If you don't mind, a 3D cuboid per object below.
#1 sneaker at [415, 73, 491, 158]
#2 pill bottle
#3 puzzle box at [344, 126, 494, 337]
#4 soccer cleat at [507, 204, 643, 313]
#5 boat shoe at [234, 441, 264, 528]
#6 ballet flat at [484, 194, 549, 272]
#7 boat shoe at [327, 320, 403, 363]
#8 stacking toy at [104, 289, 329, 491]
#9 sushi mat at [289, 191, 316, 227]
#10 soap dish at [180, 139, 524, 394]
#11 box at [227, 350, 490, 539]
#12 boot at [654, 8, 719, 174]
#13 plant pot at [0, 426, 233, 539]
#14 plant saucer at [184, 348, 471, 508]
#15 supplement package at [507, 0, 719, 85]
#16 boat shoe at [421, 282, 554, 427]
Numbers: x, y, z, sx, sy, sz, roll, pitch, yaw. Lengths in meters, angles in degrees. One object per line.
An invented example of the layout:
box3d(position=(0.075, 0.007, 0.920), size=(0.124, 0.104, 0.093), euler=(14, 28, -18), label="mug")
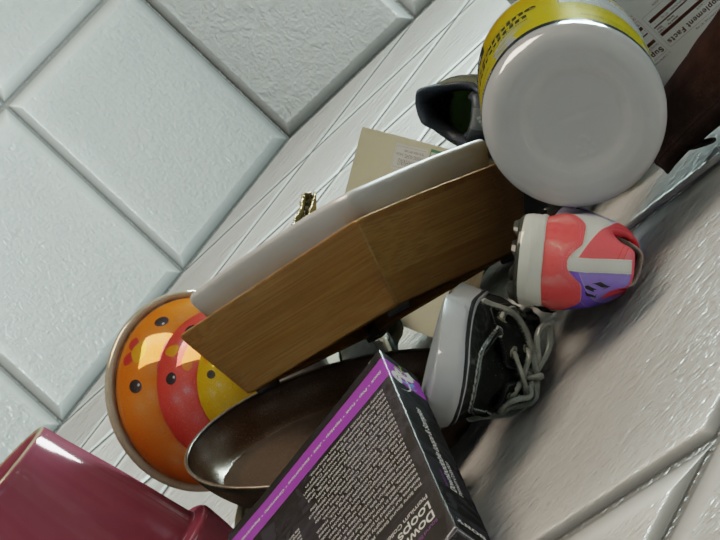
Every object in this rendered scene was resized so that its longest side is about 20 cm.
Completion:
box3d(position=(0.118, -0.098, 1.796), size=(0.081, 0.075, 0.199), euler=(-3, 9, -41), label="sneaker")
box3d(position=(0.128, -0.115, 1.607), size=(0.112, 0.112, 0.200), euler=(-46, 10, 12), label="pill bottle")
box3d(position=(0.037, -0.028, 1.897), size=(0.200, 0.025, 0.134), euler=(22, 97, 62), label="puzzle box")
box3d(position=(0.137, -0.005, 1.550), size=(0.200, 0.073, 0.069), euler=(-6, -79, -78), label="soccer cleat")
box3d(position=(-0.043, 0.155, 1.669), size=(0.072, 0.063, 0.200), euler=(-3, 22, 10), label="boat shoe")
box3d(position=(0.086, -0.030, 1.906), size=(0.200, 0.073, 0.073), euler=(-42, 9, 36), label="ballet flat")
box3d(position=(0.003, 0.051, 1.841), size=(0.060, 0.076, 0.200), euler=(-20, 35, 2), label="boat shoe")
box3d(position=(-0.078, 0.075, 1.808), size=(0.146, 0.146, 0.200), euler=(-51, 17, -27), label="stacking toy")
box3d(position=(-0.043, 0.050, 1.937), size=(0.096, 0.012, 0.202), euler=(-71, -18, -71), label="sushi mat")
box3d(position=(0.000, 0.000, 1.658), size=(0.157, 0.082, 0.200), euler=(-23, -6, -43), label="soap dish")
box3d(position=(-0.004, 0.146, 1.369), size=(0.143, 0.036, 0.200), euler=(-51, 22, 13), label="box")
box3d(position=(0.236, -0.152, 1.662), size=(0.166, 0.072, 0.200), euler=(-43, 12, 16), label="boot")
box3d(position=(-0.205, 0.218, 1.853), size=(0.200, 0.179, 0.200), euler=(-47, 7, 7), label="plant pot")
box3d(position=(-0.012, 0.103, 1.626), size=(0.199, 0.032, 0.200), euler=(-16, 18, 5), label="plant saucer")
box3d(position=(0.205, -0.267, 1.966), size=(0.147, 0.200, 0.192), euler=(-41, 10, 39), label="supplement package")
box3d(position=(0.076, 0.054, 1.518), size=(0.199, 0.068, 0.074), euler=(-32, -45, -82), label="boat shoe")
